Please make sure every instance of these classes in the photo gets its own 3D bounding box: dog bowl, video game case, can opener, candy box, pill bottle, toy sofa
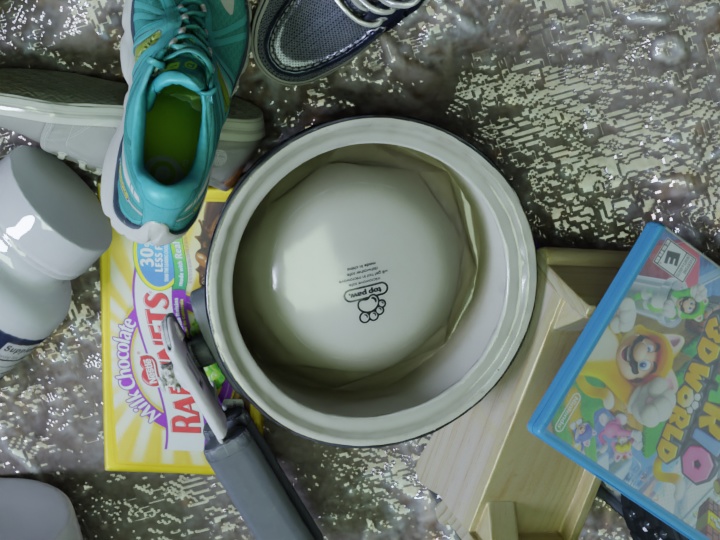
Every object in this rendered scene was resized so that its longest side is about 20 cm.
[{"bbox_3d":[0.000,0.000,1.527,0.200,0.074,0.200,-3,103,-12],"label":"dog bowl"},{"bbox_3d":[0.208,0.082,1.523,0.200,0.018,0.143,34,83,-26],"label":"video game case"},{"bbox_3d":[-0.068,0.105,1.590,0.066,0.053,0.200,-22,113,8],"label":"can opener"},{"bbox_3d":[-0.111,0.035,1.603,0.102,0.026,0.200,3,114,5],"label":"candy box"},{"bbox_3d":[-0.247,0.018,1.556,0.200,0.111,0.111,-41,105,20],"label":"pill bottle"},{"bbox_3d":[0.116,0.079,1.581,0.083,0.098,0.200,3,119,-32],"label":"toy sofa"}]

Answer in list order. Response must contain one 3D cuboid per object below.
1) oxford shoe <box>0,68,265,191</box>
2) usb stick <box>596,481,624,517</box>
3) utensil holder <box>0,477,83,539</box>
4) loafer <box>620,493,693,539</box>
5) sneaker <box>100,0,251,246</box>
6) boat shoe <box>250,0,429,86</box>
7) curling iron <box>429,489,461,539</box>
[{"bbox_3d":[-0.158,-0.083,1.529,0.200,0.075,0.058,9,112,-5],"label":"oxford shoe"},{"bbox_3d":[0.222,0.077,1.593,0.055,0.033,0.200,38,112,-13],"label":"usb stick"},{"bbox_3d":[-0.237,0.256,1.634,0.170,0.170,0.200,-7,112,7],"label":"utensil holder"},{"bbox_3d":[0.218,0.174,1.607,0.070,0.068,0.201,-38,128,-15],"label":"loafer"},{"bbox_3d":[-0.099,-0.113,1.465,0.077,0.080,0.200,9,71,-10],"label":"sneaker"},{"bbox_3d":[0.008,-0.171,1.465,0.075,0.093,0.200,40,111,-13],"label":"boat shoe"},{"bbox_3d":[0.112,0.209,1.667,0.050,0.026,0.200,-43,101,-2],"label":"curling iron"}]
